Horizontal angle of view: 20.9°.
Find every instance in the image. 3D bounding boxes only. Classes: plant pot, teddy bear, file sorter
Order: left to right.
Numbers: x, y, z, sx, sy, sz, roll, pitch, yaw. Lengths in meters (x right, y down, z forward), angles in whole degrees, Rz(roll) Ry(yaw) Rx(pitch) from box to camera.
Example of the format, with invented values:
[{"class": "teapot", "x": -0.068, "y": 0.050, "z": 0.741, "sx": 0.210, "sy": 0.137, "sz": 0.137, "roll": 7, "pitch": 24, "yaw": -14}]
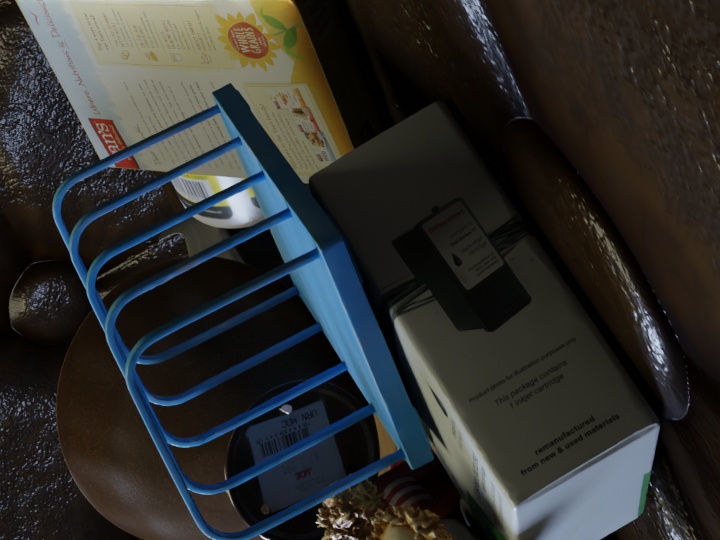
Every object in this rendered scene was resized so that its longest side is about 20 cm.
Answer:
[{"class": "file sorter", "x": -0.068, "y": 0.023, "z": 1.003, "sx": 0.140, "sy": 0.122, "sz": 0.200, "roll": 67, "pitch": 173, "yaw": -31}, {"class": "plant pot", "x": -0.069, "y": 0.095, "z": 1.164, "sx": 0.188, "sy": 0.186, "sz": 0.200, "roll": 62, "pitch": 164, "yaw": -16}, {"class": "teddy bear", "x": 0.036, "y": 0.159, "z": 1.007, "sx": 0.144, "sy": 0.067, "sz": 0.200, "roll": 26, "pitch": 162, "yaw": 13}]

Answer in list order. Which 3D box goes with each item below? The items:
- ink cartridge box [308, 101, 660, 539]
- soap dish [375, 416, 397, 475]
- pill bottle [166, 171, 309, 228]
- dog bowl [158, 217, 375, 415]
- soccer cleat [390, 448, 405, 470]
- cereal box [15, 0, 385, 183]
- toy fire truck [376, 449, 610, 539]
[{"class": "ink cartridge box", "x": 0.060, "y": 0.038, "z": 0.978, "sx": 0.201, "sy": 0.083, "sz": 0.147, "roll": 58, "pitch": 172, "yaw": 23}, {"class": "soap dish", "x": 0.018, "y": 0.175, "z": 1.544, "sx": 0.200, "sy": 0.081, "sz": 0.159, "roll": 10, "pitch": -117, "yaw": -79}, {"class": "pill bottle", "x": -0.098, "y": -0.135, "z": 1.265, "sx": 0.114, "sy": 0.114, "sz": 0.201, "roll": 52, "pitch": 168, "yaw": 47}, {"class": "dog bowl", "x": -0.047, "y": 0.016, "z": 1.368, "sx": 0.199, "sy": 0.059, "sz": 0.201, "roll": 34, "pitch": -155, "yaw": -18}, {"class": "soccer cleat", "x": 0.054, "y": 0.133, "z": 1.387, "sx": 0.201, "sy": 0.069, "sz": 0.078, "roll": -102, "pitch": -9, "yaw": -60}, {"class": "cereal box", "x": -0.093, "y": -0.117, "z": 1.150, "sx": 0.198, "sy": 0.040, "sz": 0.145, "roll": 7, "pitch": 140, "yaw": 29}, {"class": "toy fire truck", "x": 0.049, "y": 0.159, "z": 1.182, "sx": 0.113, "sy": 0.167, "sz": 0.200, "roll": 62, "pitch": 172, "yaw": -19}]
